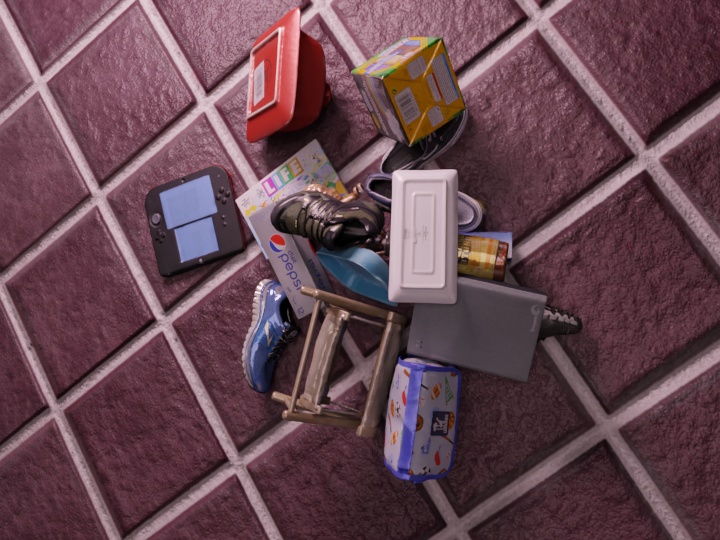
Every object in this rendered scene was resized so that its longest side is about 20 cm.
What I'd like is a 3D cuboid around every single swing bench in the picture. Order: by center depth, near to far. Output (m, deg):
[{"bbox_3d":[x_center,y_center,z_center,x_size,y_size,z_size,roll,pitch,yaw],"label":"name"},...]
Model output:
[{"bbox_3d":[-0.024,0.152,0.970,0.194,0.129,0.206,16,88,-17],"label":"swing bench"}]

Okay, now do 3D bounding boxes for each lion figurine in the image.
[{"bbox_3d":[-0.023,-0.077,1.041,0.120,0.073,0.203,-30,104,20],"label":"lion figurine"}]

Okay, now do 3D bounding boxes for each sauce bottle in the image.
[{"bbox_3d":[0.134,-0.027,0.921,0.192,0.066,0.069,8,86,13],"label":"sauce bottle"}]

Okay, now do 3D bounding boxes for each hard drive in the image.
[{"bbox_3d":[0.177,0.082,0.903,0.193,0.033,0.145,12,109,11],"label":"hard drive"}]

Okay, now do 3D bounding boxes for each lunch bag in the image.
[{"bbox_3d":[0.098,0.229,0.932,0.119,0.200,0.177,7,85,14],"label":"lunch bag"}]

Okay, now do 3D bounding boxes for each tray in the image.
[{"bbox_3d":[0.095,-0.055,0.883,0.103,0.022,0.208,1,81,10],"label":"tray"}]

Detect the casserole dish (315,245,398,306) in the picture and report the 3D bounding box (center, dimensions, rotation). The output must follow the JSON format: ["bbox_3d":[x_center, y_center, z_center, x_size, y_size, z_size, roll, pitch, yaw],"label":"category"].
[{"bbox_3d":[0.000,0.000,0.998,0.039,0.121,0.198,-52,32,-14],"label":"casserole dish"}]

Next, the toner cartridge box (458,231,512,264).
[{"bbox_3d":[0.160,-0.036,0.997,0.192,0.095,0.045,0,85,14],"label":"toner cartridge box"}]

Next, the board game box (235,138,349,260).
[{"bbox_3d":[-0.127,-0.132,1.109,0.197,0.034,0.137,-35,77,8],"label":"board game box"}]

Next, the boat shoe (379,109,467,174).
[{"bbox_3d":[0.111,-0.235,1.042,0.198,0.068,0.073,-39,77,7],"label":"boat shoe"}]

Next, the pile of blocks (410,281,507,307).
[{"bbox_3d":[0.156,0.029,0.986,0.193,0.062,0.086,8,84,-17],"label":"pile of blocks"}]

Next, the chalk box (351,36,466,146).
[{"bbox_3d":[0.072,-0.314,1.005,0.122,0.200,0.127,-32,119,-5],"label":"chalk box"}]

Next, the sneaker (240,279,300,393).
[{"bbox_3d":[-0.161,0.123,1.071,0.086,0.078,0.208,7,86,17],"label":"sneaker"}]

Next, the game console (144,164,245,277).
[{"bbox_3d":[-0.332,-0.099,1.160,0.193,0.031,0.184,-16,80,13],"label":"game console"}]

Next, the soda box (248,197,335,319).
[{"bbox_3d":[-0.121,-0.024,1.050,0.062,0.068,0.205,-24,95,20],"label":"soda box"}]

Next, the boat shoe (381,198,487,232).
[{"bbox_3d":[0.123,-0.099,1.024,0.192,0.073,0.067,7,80,14],"label":"boat shoe"}]

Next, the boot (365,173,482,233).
[{"bbox_3d":[0.102,-0.109,0.951,0.193,0.090,0.076,15,95,13],"label":"boot"}]

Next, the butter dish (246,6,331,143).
[{"bbox_3d":[-0.119,-0.341,1.079,0.197,0.144,0.209,-2,84,54],"label":"butter dish"}]

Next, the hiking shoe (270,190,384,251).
[{"bbox_3d":[-0.057,-0.079,0.951,0.192,0.102,0.078,2,116,4],"label":"hiking shoe"}]

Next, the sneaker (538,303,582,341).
[{"bbox_3d":[0.268,0.098,0.956,0.192,0.066,0.094,8,100,-12],"label":"sneaker"}]
